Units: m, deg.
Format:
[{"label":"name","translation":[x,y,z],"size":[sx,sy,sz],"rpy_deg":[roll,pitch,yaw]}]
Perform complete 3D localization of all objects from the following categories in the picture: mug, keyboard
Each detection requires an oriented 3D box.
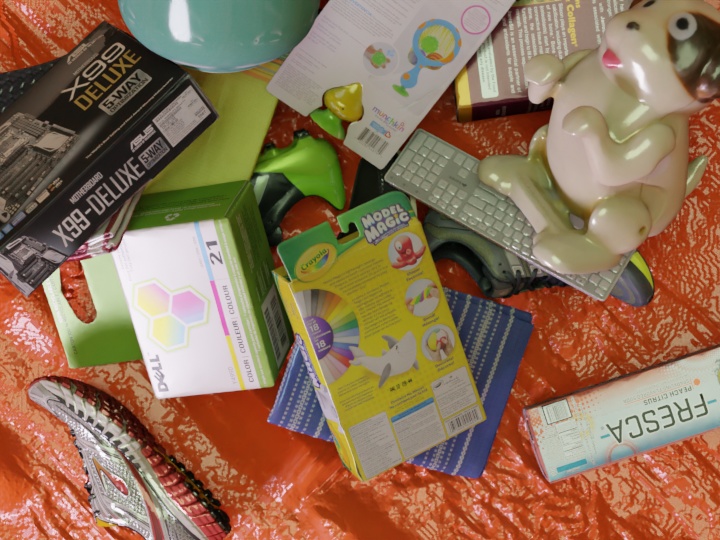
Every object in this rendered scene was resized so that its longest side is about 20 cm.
[{"label":"mug","translation":[-0.088,-0.215,1.314],"size":[0.184,0.152,0.115],"rpy_deg":[4,124,-3]},{"label":"keyboard","translation":[0.117,-0.045,1.404],"size":[0.199,0.011,0.056],"rpy_deg":[30,72,12]}]

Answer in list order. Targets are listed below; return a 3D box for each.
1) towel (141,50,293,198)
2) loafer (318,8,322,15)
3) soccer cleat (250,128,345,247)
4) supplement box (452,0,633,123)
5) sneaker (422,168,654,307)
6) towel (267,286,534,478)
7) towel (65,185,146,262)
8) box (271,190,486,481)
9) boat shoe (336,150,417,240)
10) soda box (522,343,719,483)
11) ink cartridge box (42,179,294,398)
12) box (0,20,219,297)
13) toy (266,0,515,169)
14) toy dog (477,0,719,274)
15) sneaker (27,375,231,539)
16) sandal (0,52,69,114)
[{"label":"towel","translation":[-0.109,-0.134,1.407],"size":[0.086,0.018,0.201],"rpy_deg":[20,96,3]},{"label":"loafer","translation":[-0.080,-0.192,1.459],"size":[0.199,0.072,0.073],"rpy_deg":[1,88,4]},{"label":"soccer cleat","translation":[-0.108,-0.048,1.459],"size":[0.199,0.068,0.081],"rpy_deg":[-20,99,1]},{"label":"supplement box","translation":[0.169,-0.190,1.440],"size":[0.199,0.086,0.111],"rpy_deg":[-7,86,3]},{"label":"sneaker","translation":[0.137,-0.007,1.431],"size":[0.199,0.074,0.081],"rpy_deg":[21,67,11]},{"label":"towel","translation":[0.035,0.077,1.420],"size":[0.199,0.024,0.145],"rpy_deg":[18,92,-25]},{"label":"towel","translation":[-0.242,-0.058,1.405],"size":[0.199,0.023,0.144],"rpy_deg":[-9,45,33]},{"label":"box","translation":[0.011,0.046,1.365],"size":[0.117,0.048,0.201],"rpy_deg":[-25,111,-16]},{"label":"boat shoe","translation":[0.001,0.000,1.438],"size":[0.063,0.074,0.202],"rpy_deg":[8,90,-26]},{"label":"soda box","translation":[0.232,0.110,1.428],"size":[0.199,0.068,0.064],"rpy_deg":[-18,86,2]},{"label":"ink cartridge box","translation":[-0.168,0.022,1.405],"size":[0.199,0.076,0.148],"rpy_deg":[-8,114,16]},{"label":"box","translation":[-0.222,-0.090,1.361],"size":[0.200,0.158,0.050],"rpy_deg":[-44,128,-8]},{"label":"toy","translation":[0.029,-0.191,1.387],"size":[0.115,0.047,0.200],"rpy_deg":[34,104,-15]},{"label":"toy dog","translation":[0.209,-0.111,1.336],"size":[0.193,0.140,0.201],"rpy_deg":[5,128,-23]},{"label":"sneaker","translation":[-0.199,0.163,1.442],"size":[0.082,0.078,0.200],"rpy_deg":[-44,85,1]},{"label":"sandal","translation":[-0.237,-0.145,1.485],"size":[0.199,0.045,0.076],"rpy_deg":[-7,81,17]}]
